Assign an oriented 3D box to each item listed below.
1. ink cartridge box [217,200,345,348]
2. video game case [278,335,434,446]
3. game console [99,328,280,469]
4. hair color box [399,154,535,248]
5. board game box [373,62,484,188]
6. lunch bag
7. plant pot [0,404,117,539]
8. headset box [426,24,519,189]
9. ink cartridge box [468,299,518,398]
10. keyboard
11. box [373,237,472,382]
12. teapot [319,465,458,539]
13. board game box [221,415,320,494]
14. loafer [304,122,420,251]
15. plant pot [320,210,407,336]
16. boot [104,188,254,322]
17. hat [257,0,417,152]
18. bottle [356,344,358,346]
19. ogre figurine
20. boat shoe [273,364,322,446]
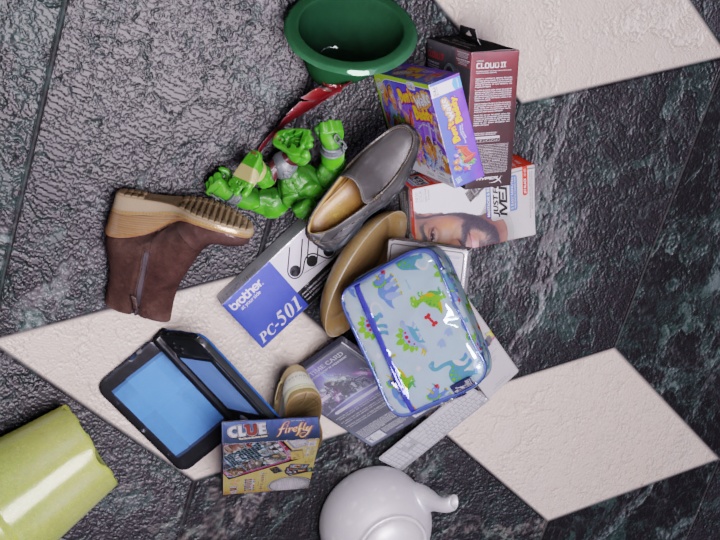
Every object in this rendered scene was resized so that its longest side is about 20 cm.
[{"bbox_3d":[-0.099,0.006,1.385,0.200,0.044,0.094,-43,116,-2],"label":"ink cartridge box"},{"bbox_3d":[-0.004,0.185,1.462,0.199,0.019,0.142,37,125,-26],"label":"video game case"},{"bbox_3d":[-0.235,0.190,1.365,0.201,0.169,0.119,51,60,-28],"label":"game console"},{"bbox_3d":[0.158,-0.094,1.438,0.197,0.064,0.113,-12,114,-15],"label":"hair color box"},{"bbox_3d":[0.086,-0.197,1.290,0.044,0.200,0.136,-22,111,-13],"label":"board game box"},{"bbox_3d":[0.073,0.082,1.295,0.159,0.082,0.203,-24,88,18],"label":"lunch bag"},{"bbox_3d":[-0.432,0.283,1.292,0.183,0.200,0.203,-34,118,-18],"label":"plant pot"},{"bbox_3d":[0.148,-0.229,1.336,0.076,0.149,0.204,-8,112,-18],"label":"headset box"},{"bbox_3d":[0.144,0.083,1.467,0.068,0.115,0.201,-39,117,-4],"label":"ink cartridge box"},{"bbox_3d":[0.114,0.249,1.532,0.056,0.011,0.200,29,118,-39],"label":"keyboard"},{"bbox_3d":[0.088,0.061,1.361,0.114,0.060,0.204,7,97,13],"label":"box"},{"bbox_3d":[0.032,0.419,1.529,0.194,0.146,0.204,2,109,-21],"label":"teapot"},{"bbox_3d":[-0.132,0.266,1.392,0.133,0.035,0.201,-2,149,-10],"label":"board game box"},{"bbox_3d":[0.004,-0.108,1.257,0.073,0.072,0.201,39,95,11],"label":"loafer"},{"bbox_3d":[0.000,0.000,1.369,0.027,0.200,0.202,30,99,17],"label":"plant pot"},{"bbox_3d":[-0.242,-0.012,1.288,0.196,0.073,0.169,12,113,5],"label":"boot"},{"bbox_3d":[-0.031,-0.257,1.311,0.196,0.168,0.177,7,142,0],"label":"hat"},{"bbox_3d":[0.083,0.155,1.497,0.198,0.065,0.084,31,101,-27],"label":"bottle"},{"bbox_3d":[-0.093,-0.127,1.295,0.199,0.099,0.120,-41,145,8],"label":"ogre figurine"},{"bbox_3d":[-0.094,0.214,1.435,0.073,0.067,0.202,-5,140,-18],"label":"boat shoe"}]
